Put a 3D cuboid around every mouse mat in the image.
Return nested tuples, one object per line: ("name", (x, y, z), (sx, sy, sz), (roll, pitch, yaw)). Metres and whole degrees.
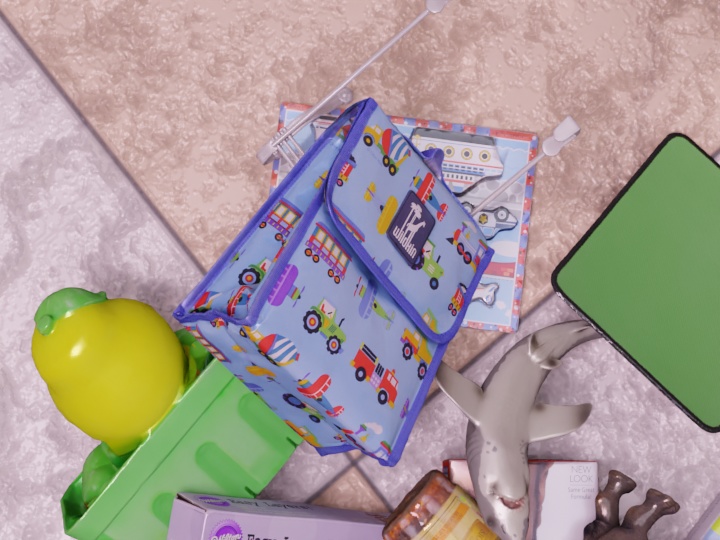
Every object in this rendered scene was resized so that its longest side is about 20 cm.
("mouse mat", (0.241, 0.003, 1.100), (0.161, 0.008, 0.200), (43, 55, 3))

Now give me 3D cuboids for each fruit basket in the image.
("fruit basket", (-0.147, 0.087, 1.048), (0.212, 0.155, 0.219), (-1, 93, -13))

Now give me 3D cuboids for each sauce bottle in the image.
("sauce bottle", (0.104, 0.222, 1.024), (0.200, 0.066, 0.066), (41, 84, 1))

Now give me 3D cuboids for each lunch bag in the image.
("lunch bag", (0.000, 0.000, 1.001), (0.151, 0.094, 0.201), (45, 65, -28))

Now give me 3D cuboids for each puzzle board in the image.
("puzzle board", (0.028, -0.040, 1.139), (0.197, 0.017, 0.153), (7, 84, -1))

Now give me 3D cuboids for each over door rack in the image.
("over door rack", (0.043, -0.092, 1.096), (0.200, 0.067, 0.148), (-41, 85, 14))

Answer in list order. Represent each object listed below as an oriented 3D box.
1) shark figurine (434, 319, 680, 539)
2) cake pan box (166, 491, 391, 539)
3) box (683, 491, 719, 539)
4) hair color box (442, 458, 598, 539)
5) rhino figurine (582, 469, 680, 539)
("shark figurine", (0.119, 0.086, 1.072), (0.128, 0.090, 0.214), (43, 59, 7))
("cake pan box", (-0.057, 0.251, 1.028), (0.198, 0.052, 0.187), (13, 86, -36))
("box", (0.289, 0.227, 1.099), (0.122, 0.048, 0.201), (39, 84, 3))
("hair color box", (0.113, 0.237, 1.086), (0.109, 0.064, 0.203), (0, 82, -1))
("rhino figurine", (0.231, 0.229, 1.044), (0.199, 0.060, 0.088), (37, 78, -5))
